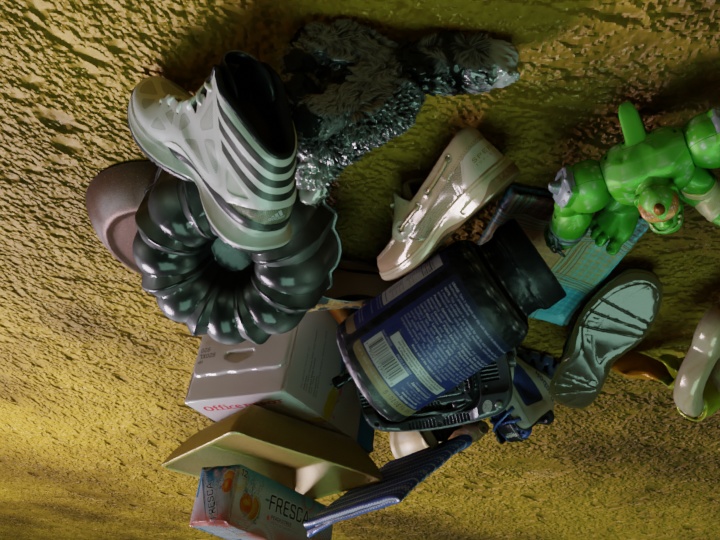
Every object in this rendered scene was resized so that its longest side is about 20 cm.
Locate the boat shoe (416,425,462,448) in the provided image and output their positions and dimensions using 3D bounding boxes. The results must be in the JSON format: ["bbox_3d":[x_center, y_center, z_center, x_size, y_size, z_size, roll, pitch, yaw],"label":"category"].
[{"bbox_3d":[0.088,0.184,0.908,0.074,0.063,0.201,58,172,-4],"label":"boat shoe"}]

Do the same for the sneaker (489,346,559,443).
[{"bbox_3d":[0.174,0.150,0.845,0.197,0.116,0.081,20,144,-17],"label":"sneaker"}]

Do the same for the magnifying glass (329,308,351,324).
[{"bbox_3d":[0.006,0.095,0.844,0.022,0.080,0.201,-8,134,28],"label":"magnifying glass"}]

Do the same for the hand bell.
[{"bbox_3d":[0.126,0.230,0.950,0.103,0.105,0.200,17,156,-15],"label":"hand bell"}]

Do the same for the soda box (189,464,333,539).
[{"bbox_3d":[-0.112,0.297,0.810,0.063,0.069,0.200,-13,142,28],"label":"soda box"}]

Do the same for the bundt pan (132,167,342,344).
[{"bbox_3d":[-0.119,-0.015,0.616,0.199,0.076,0.204,3,118,6],"label":"bundt pan"}]

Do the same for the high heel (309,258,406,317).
[{"bbox_3d":[0.000,0.000,0.702,0.142,0.072,0.200,-23,141,30],"label":"high heel"}]

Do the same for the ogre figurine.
[{"bbox_3d":[0.230,-0.070,0.531,0.198,0.099,0.119,1,166,35],"label":"ogre figurine"}]

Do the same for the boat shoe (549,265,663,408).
[{"bbox_3d":[0.268,0.068,0.752,0.071,0.066,0.202,20,127,6],"label":"boat shoe"}]

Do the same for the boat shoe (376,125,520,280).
[{"bbox_3d":[0.063,-0.057,0.613,0.065,0.071,0.200,48,141,2],"label":"boat shoe"}]

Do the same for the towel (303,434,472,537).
[{"bbox_3d":[0.040,0.250,0.791,0.144,0.024,0.199,-31,170,31],"label":"towel"}]

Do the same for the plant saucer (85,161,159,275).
[{"bbox_3d":[-0.196,-0.034,0.713,0.198,0.037,0.201,6,147,4],"label":"plant saucer"}]

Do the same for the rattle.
[{"bbox_3d":[0.363,0.056,0.748,0.129,0.143,0.201,-25,129,-9],"label":"rattle"}]

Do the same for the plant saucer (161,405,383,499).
[{"bbox_3d":[-0.104,0.216,0.792,0.199,0.049,0.199,25,143,-28],"label":"plant saucer"}]

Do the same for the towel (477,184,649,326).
[{"bbox_3d":[0.186,-0.006,0.695,0.145,0.022,0.201,10,146,-5],"label":"towel"}]

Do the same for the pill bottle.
[{"bbox_3d":[0.084,0.044,0.628,0.199,0.112,0.112,-35,134,13],"label":"pill bottle"}]

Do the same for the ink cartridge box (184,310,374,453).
[{"bbox_3d":[-0.086,0.130,0.835,0.146,0.146,0.200,-11,143,27],"label":"ink cartridge box"}]

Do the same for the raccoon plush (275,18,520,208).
[{"bbox_3d":[0.014,-0.107,0.521,0.197,0.098,0.134,6,155,1],"label":"raccoon plush"}]

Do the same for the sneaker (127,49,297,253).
[{"bbox_3d":[-0.102,-0.117,0.486,0.075,0.201,0.116,-17,141,-39],"label":"sneaker"}]

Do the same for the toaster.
[{"bbox_3d":[0.076,0.111,0.756,0.198,0.115,0.129,-14,178,13],"label":"toaster"}]
